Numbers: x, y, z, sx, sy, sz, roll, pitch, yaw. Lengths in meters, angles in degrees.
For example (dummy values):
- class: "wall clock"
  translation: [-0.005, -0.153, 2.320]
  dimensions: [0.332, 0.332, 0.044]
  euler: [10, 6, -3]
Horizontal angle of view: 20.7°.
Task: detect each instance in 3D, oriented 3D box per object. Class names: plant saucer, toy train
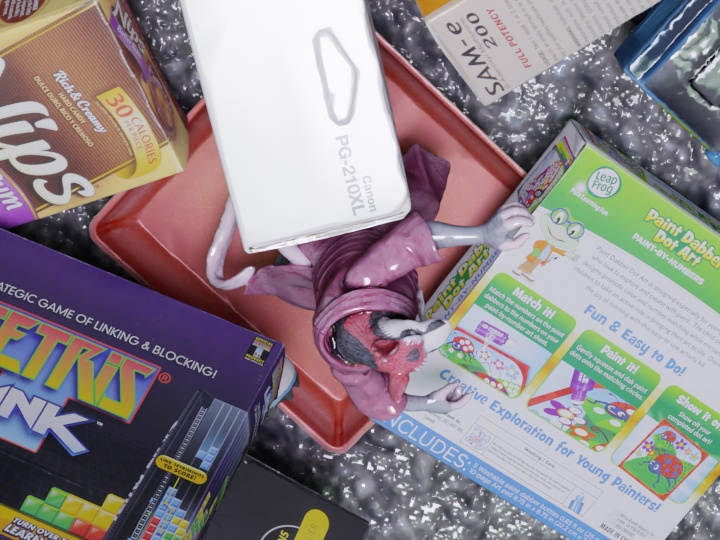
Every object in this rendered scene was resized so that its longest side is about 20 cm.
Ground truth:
- class: "plant saucer"
  translation: [-0.018, -0.030, 1.125]
  dimensions: [0.200, 0.037, 0.200]
  euler: [42, 104, -8]
- class: "toy train"
  translation: [0.221, -0.082, 1.054]
  dimensions: [0.200, 0.114, 0.087]
  euler: [42, 105, -8]

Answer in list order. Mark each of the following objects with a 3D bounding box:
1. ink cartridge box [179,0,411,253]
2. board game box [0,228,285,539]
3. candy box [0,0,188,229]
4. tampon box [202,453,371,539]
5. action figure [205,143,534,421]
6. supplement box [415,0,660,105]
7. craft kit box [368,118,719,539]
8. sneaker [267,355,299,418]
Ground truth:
- class: "ink cartridge box"
  translation: [-0.033, -0.108, 0.977]
  dimensions: [0.084, 0.200, 0.146]
  euler: [-13, 105, 2]
- class: "board game box"
  translation: [-0.161, 0.076, 1.011]
  dimensions: [0.199, 0.166, 0.057]
  euler: [21, 145, 8]
- class: "candy box"
  translation: [-0.205, -0.082, 1.059]
  dimensions: [0.199, 0.057, 0.117]
  euler: [-18, 127, 10]
- class: "tampon box"
  translation: [-0.105, 0.206, 1.097]
  dimensions: [0.126, 0.150, 0.200]
  euler: [29, 144, -6]
- class: "action figure"
  translation: [0.000, 0.000, 1.008]
  dimensions: [0.148, 0.200, 0.135]
  euler: [13, 112, -7]
- class: "supplement box"
  translation: [0.115, -0.193, 1.014]
  dimensions: [0.199, 0.126, 0.074]
  euler: [-31, 136, 11]
- class: "craft kit box"
  translation: [0.137, 0.048, 1.113]
  dimensions: [0.199, 0.049, 0.198]
  euler: [33, 109, -20]
- class: "sneaker"
  translation: [-0.131, 0.059, 1.117]
  dimensions: [0.199, 0.072, 0.073]
  euler: [-1, 125, 23]
